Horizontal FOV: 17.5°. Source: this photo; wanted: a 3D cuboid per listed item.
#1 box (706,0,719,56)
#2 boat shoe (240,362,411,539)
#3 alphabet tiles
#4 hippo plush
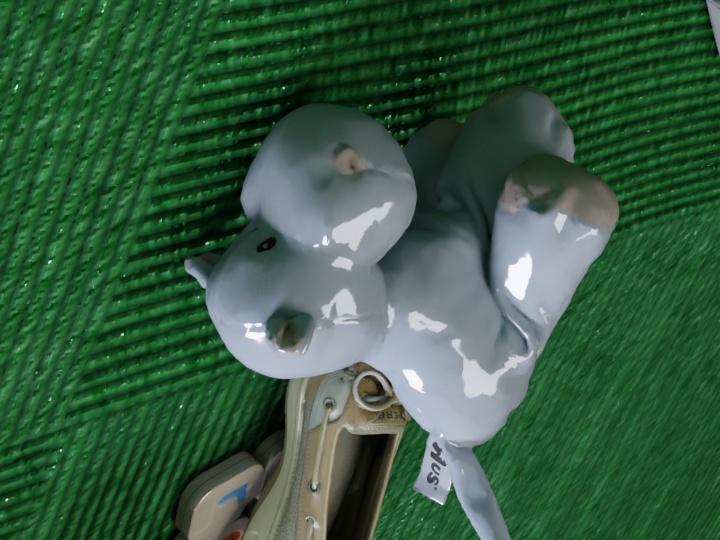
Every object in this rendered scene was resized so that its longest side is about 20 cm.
[{"bbox_3d":[0.284,-0.185,1.291,0.200,0.068,0.082,-46,154,-7],"label":"box"},{"bbox_3d":[-0.004,0.093,1.185,0.073,0.063,0.202,9,107,-54],"label":"boat shoe"},{"bbox_3d":[-0.072,0.164,1.258,0.195,0.015,0.201,-27,146,-38],"label":"alphabet tiles"},{"bbox_3d":[0.000,0.000,1.054,0.160,0.159,0.201,13,102,-28],"label":"hippo plush"}]
